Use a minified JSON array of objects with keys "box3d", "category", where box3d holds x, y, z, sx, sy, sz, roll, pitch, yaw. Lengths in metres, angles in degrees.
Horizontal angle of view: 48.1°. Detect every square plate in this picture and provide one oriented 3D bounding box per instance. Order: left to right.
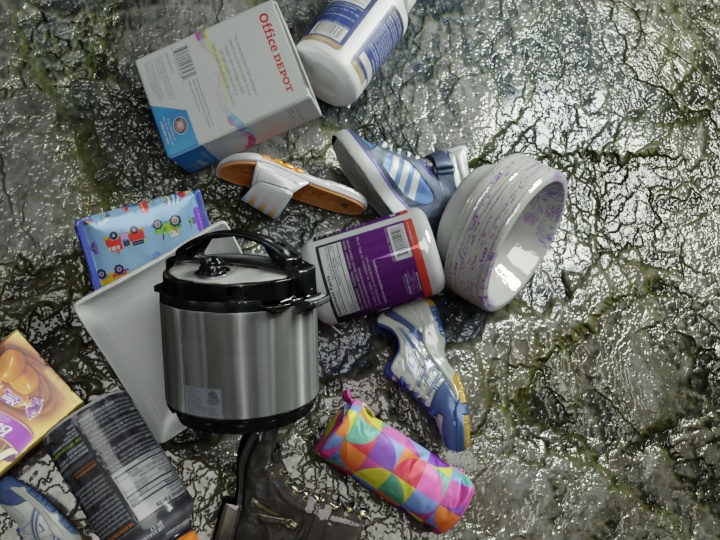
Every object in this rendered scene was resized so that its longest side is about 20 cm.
[{"box3d":[-0.203,0.072,0.961,0.197,0.028,0.201,-31,110,-14],"category":"square plate"}]

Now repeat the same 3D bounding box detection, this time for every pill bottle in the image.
[{"box3d":[-0.256,0.243,0.895,0.106,0.106,0.201,-31,83,-21],"category":"pill bottle"},{"box3d":[-0.002,-0.339,1.139,0.111,0.111,0.201,34,68,-2],"category":"pill bottle"},{"box3d":[0.000,0.000,1.016,0.198,0.112,0.113,-17,77,4],"category":"pill bottle"}]

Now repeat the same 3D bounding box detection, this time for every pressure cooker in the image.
[{"box3d":[-0.128,0.056,0.876,0.174,0.179,0.202,-5,103,-18],"category":"pressure cooker"}]

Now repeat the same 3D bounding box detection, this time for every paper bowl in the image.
[{"box3d":[0.175,-0.056,1.053,0.104,0.201,0.201,30,65,26],"category":"paper bowl"}]

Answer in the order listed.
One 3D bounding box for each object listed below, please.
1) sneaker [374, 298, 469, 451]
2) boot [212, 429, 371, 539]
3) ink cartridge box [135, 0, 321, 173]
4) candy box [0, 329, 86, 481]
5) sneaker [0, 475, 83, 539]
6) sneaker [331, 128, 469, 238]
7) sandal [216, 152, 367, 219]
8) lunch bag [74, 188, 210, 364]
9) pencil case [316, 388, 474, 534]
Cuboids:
[{"box3d":[0.077,0.139,1.029,0.087,0.075,0.201,-15,68,-9],"category":"sneaker"},{"box3d":[-0.069,0.264,0.951,0.173,0.069,0.202,18,91,-9],"category":"boot"},{"box3d":[-0.167,-0.235,1.044,0.199,0.085,0.146,-22,79,6],"category":"ink cartridge box"},{"box3d":[-0.423,0.178,0.901,0.117,0.056,0.200,45,70,2],"category":"candy box"},{"box3d":[-0.335,0.313,0.870,0.200,0.075,0.088,44,69,3],"category":"sneaker"},{"box3d":[0.072,-0.143,1.106,0.146,0.081,0.200,-40,90,-15],"category":"sneaker"},{"box3d":[-0.091,-0.096,1.058,0.205,0.079,0.060,16,67,-11],"category":"sandal"},{"box3d":[-0.247,0.019,0.990,0.149,0.094,0.202,-17,94,-19],"category":"lunch bag"},{"box3d":[0.042,0.235,0.986,0.199,0.088,0.089,36,68,-2],"category":"pencil case"}]
